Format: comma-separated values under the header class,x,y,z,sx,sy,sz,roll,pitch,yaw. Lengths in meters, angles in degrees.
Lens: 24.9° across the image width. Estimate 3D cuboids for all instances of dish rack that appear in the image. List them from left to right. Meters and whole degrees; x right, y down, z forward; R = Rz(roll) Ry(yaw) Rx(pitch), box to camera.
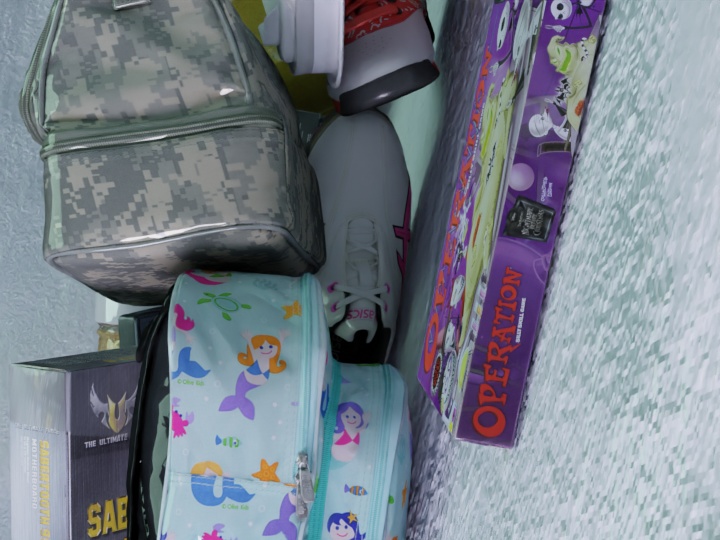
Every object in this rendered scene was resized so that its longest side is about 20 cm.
class,x,y,z,sx,sy,sz,roll,pitch,yaw
dish rack,-0.046,-0.213,0.908,0.200,0.043,0.172,-109,17,-49

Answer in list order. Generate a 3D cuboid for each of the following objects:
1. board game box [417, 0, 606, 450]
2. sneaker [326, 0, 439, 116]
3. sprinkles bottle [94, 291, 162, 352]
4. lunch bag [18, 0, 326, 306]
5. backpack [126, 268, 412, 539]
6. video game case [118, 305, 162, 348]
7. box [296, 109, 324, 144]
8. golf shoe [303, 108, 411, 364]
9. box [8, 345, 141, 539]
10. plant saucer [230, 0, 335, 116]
class,x,y,z,sx,sy,sz,roll,pitch,yaw
board game box,0.061,-0.037,0.680,0.120,0.032,0.200,-100,21,-83
sneaker,0.000,-0.163,0.962,0.201,0.067,0.108,-77,-34,-71
sprinkles bottle,-0.135,0.105,1.024,0.068,0.068,0.200,-170,82,-83
lunch bag,-0.100,-0.077,0.898,0.200,0.139,0.168,51,-147,-79
backpack,-0.049,0.098,0.828,0.178,0.150,0.200,154,114,-89
video game case,-0.076,0.083,1.033,0.200,0.019,0.143,-13,-76,-53
box,-0.053,-0.018,1.315,0.158,0.050,0.200,27,-108,-76
golf shoe,0.000,0.000,0.993,0.092,0.072,0.200,-126,38,-60
box,-0.110,0.121,0.931,0.200,0.048,0.159,-5,-82,-54
plant saucer,-0.054,-0.161,1.299,0.200,0.048,0.200,-28,-16,-36
